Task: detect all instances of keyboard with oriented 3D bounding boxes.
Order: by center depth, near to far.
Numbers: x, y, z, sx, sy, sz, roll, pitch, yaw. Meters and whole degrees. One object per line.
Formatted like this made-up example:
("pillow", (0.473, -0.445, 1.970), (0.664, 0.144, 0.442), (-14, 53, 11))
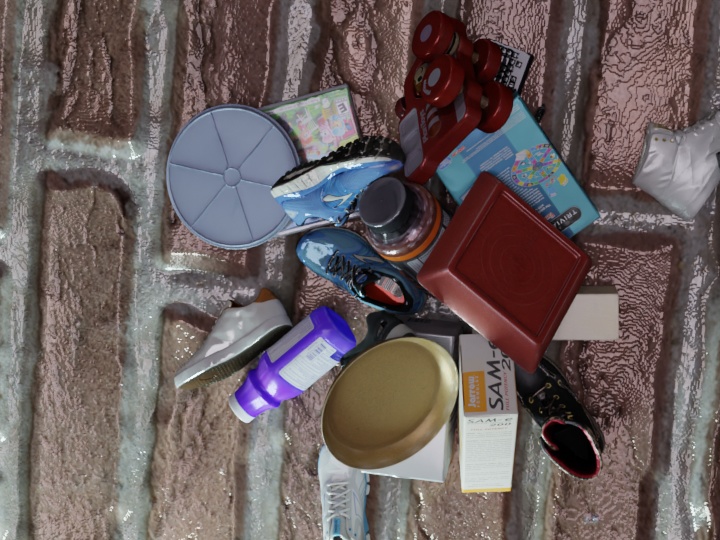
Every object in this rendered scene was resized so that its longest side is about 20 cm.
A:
("keyboard", (0.191, -0.204, 1.724), (0.125, 0.021, 0.203), (21, 101, 6))

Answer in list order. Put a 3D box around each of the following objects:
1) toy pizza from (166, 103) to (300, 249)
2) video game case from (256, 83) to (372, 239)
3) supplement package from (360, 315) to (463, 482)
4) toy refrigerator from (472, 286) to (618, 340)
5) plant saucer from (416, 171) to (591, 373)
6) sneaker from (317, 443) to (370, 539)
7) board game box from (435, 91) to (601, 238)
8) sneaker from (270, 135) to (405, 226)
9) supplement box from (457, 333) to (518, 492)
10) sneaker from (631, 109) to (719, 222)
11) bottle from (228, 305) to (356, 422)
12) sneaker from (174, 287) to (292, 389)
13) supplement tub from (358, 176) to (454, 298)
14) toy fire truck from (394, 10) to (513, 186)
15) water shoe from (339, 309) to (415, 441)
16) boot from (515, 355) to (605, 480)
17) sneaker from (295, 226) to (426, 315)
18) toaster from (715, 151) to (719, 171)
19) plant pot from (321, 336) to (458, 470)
("toy pizza", (-0.177, -0.132, 1.763), (0.197, 0.032, 0.204), (2, 98, 10))
("video game case", (-0.089, -0.149, 1.773), (0.197, 0.022, 0.185), (-13, 95, 10))
("supplement package", (0.072, 0.174, 1.736), (0.119, 0.120, 0.204), (5, 97, 10))
("toy refrigerator", (0.253, 0.062, 1.718), (0.196, 0.076, 0.071), (-1, 97, 8))
("plant saucer", (0.198, -0.005, 1.623), (0.199, 0.037, 0.201), (38, 61, -7))
("sneaker", (-0.024, 0.344, 1.791), (0.074, 0.087, 0.204), (-8, 94, 11))
("board game box", (0.208, -0.115, 1.701), (0.150, 0.047, 0.201), (-34, 101, 12))
("sneaker", (-0.021, -0.115, 1.686), (0.198, 0.079, 0.090), (-19, 111, 29))
("supplement box", (0.167, 0.192, 1.668), (0.072, 0.201, 0.128), (-2, 53, 2))
("sneaker", (0.441, -0.179, 1.661), (0.115, 0.074, 0.202), (31, 102, 1))
("bottle", (-0.101, 0.137, 1.780), (0.199, 0.083, 0.066), (-40, 48, 12))
("sneaker", (-0.191, 0.097, 1.806), (0.198, 0.073, 0.085), (-33, 68, 13))
("supplement tub", (0.076, -0.047, 1.664), (0.106, 0.200, 0.109), (-16, 57, 26))
("toy fire truck", (0.102, -0.232, 1.663), (0.111, 0.202, 0.168), (21, 133, -31))
("water shoe", (0.005, 0.148, 1.663), (0.079, 0.071, 0.202), (40, 107, 34))
("boot", (0.260, 0.193, 1.694), (0.073, 0.151, 0.201), (-38, 90, 11))
("sneaker", (0.000, 0.000, 1.742), (0.198, 0.090, 0.079), (25, 100, 6))
("toaster", (0.570, -0.085, 1.596), (0.197, 0.120, 0.182), (-18, 128, 13))
("plant pot", (0.035, 0.167, 1.614), (0.197, 0.028, 0.203), (-13, 123, -21))
